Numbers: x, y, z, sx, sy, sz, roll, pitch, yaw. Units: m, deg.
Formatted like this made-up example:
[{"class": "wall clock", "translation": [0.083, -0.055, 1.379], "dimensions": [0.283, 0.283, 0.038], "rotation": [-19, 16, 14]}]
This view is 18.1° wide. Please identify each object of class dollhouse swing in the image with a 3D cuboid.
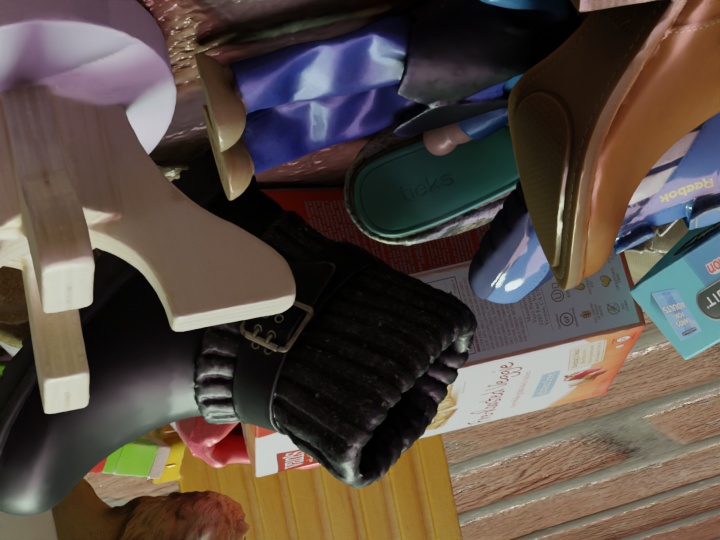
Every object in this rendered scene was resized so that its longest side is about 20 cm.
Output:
[{"class": "dollhouse swing", "translation": [-0.020, 0.114, 1.346], "dimensions": [0.199, 0.177, 0.182], "rotation": [-10, 163, -11]}]

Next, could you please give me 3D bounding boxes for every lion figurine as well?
[{"class": "lion figurine", "translation": [-0.156, 0.160, 1.316], "dimensions": [0.199, 0.123, 0.072], "rotation": [23, -177, 33]}]

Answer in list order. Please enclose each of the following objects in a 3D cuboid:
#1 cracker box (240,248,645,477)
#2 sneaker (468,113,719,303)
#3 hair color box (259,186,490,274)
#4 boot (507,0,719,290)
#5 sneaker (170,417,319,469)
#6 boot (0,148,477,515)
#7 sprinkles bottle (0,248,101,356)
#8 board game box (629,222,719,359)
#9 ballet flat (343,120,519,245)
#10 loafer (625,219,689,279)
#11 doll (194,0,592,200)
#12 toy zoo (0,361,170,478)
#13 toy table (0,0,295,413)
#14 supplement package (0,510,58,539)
[{"class": "cracker box", "translation": [0.035, 0.045, 1.154], "dimensions": [0.199, 0.058, 0.134], "rotation": [-12, 164, -6]}, {"class": "sneaker", "translation": [0.133, -0.044, 0.996], "dimensions": [0.200, 0.082, 0.074], "rotation": [-41, -168, 12]}, {"class": "hair color box", "translation": [0.000, 0.000, 1.187], "dimensions": [0.199, 0.062, 0.101], "rotation": [-3, 161, -34]}, {"class": "boot", "translation": [0.143, -0.085, 0.910], "dimensions": [0.155, 0.077, 0.201], "rotation": [-10, 125, -16]}, {"class": "sneaker", "translation": [-0.009, 0.082, 1.257], "dimensions": [0.199, 0.074, 0.087], "rotation": [-6, -153, -12]}, {"class": "boot", "translation": [-0.064, 0.059, 1.010], "dimensions": [0.211, 0.158, 0.079], "rotation": [-50, 165, -13]}, {"class": "sprinkles bottle", "translation": [-0.148, 0.019, 1.109], "dimensions": [0.068, 0.069, 0.200], "rotation": [-15, 163, 1]}, {"class": "board game box", "translation": [0.237, -0.052, 1.079], "dimensions": [0.200, 0.047, 0.151], "rotation": [-41, -178, -37]}, {"class": "ballet flat", "translation": [0.088, -0.066, 1.064], "dimensions": [0.199, 0.072, 0.072], "rotation": [-16, 164, 6]}, {"class": "loafer", "translation": [0.170, -0.016, 1.237], "dimensions": [0.199, 0.069, 0.076], "rotation": [-14, 167, 37]}, {"class": "doll", "translation": [0.033, -0.083, 0.958], "dimensions": [0.199, 0.049, 0.137], "rotation": [-15, 152, -6]}, {"class": "toy zoo", "translation": [-0.208, 0.069, 1.165], "dimensions": [0.131, 0.021, 0.200], "rotation": [24, -174, 35]}, {"class": "toy table", "translation": [-0.126, -0.023, 0.902], "dimensions": [0.183, 0.118, 0.200], "rotation": [-14, 163, 0]}, {"class": "supplement package", "translation": [-0.248, 0.165, 1.269], "dimensions": [0.117, 0.201, 0.117], "rotation": [-26, 159, 36]}]
